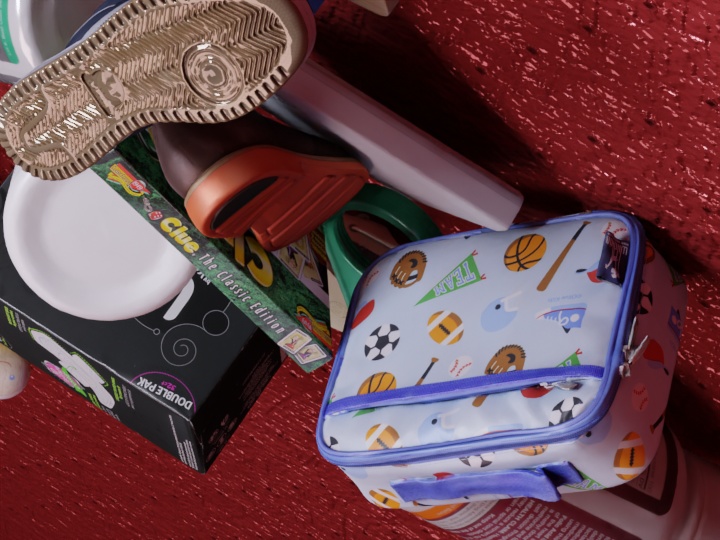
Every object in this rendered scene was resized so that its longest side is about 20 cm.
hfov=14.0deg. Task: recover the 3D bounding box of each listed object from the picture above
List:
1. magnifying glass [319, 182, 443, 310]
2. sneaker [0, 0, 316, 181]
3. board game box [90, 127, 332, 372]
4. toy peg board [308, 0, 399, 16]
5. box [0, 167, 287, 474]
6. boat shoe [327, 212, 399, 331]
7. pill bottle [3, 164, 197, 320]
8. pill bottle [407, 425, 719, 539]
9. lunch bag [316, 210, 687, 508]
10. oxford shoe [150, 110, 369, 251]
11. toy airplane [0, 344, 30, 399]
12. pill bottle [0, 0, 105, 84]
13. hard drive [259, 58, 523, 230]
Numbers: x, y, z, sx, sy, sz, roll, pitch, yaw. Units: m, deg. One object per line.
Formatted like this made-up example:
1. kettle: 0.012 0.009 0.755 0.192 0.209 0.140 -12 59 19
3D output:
1. magnifying glass: 0.007 0.016 1.716 0.079 0.022 0.200 30 150 11
2. sneaker: -0.080 -0.112 1.391 0.200 0.108 0.070 -20 107 41
3. board game box: -0.080 -0.039 1.581 0.023 0.105 0.200 -25 133 23
4. toy peg board: -0.100 -0.194 1.435 0.200 0.098 0.199 28 160 24
5. box: -0.148 0.010 1.939 0.200 0.149 0.124 32 163 12
6. boat shoe: 0.000 0.000 1.784 0.200 0.063 0.071 34 151 7
7. pill bottle: -0.141 -0.061 1.691 0.114 0.114 0.200 42 -163 -17
8. pill bottle: 0.117 0.121 1.716 0.200 0.115 0.114 28 167 -26
9. lunch bag: 0.077 0.052 1.565 0.199 0.161 0.076 -10 137 34
10. oxford shoe: -0.052 -0.060 1.548 0.073 0.071 0.200 52 -170 14
11. toy airplane: -0.270 0.029 2.194 0.199 0.142 0.199 -6 164 30
12. pill bottle: -0.208 -0.167 1.669 0.200 0.113 0.113 17 154 44
13. hard drive: -0.020 -0.087 1.566 0.200 0.027 0.132 31 176 -29
